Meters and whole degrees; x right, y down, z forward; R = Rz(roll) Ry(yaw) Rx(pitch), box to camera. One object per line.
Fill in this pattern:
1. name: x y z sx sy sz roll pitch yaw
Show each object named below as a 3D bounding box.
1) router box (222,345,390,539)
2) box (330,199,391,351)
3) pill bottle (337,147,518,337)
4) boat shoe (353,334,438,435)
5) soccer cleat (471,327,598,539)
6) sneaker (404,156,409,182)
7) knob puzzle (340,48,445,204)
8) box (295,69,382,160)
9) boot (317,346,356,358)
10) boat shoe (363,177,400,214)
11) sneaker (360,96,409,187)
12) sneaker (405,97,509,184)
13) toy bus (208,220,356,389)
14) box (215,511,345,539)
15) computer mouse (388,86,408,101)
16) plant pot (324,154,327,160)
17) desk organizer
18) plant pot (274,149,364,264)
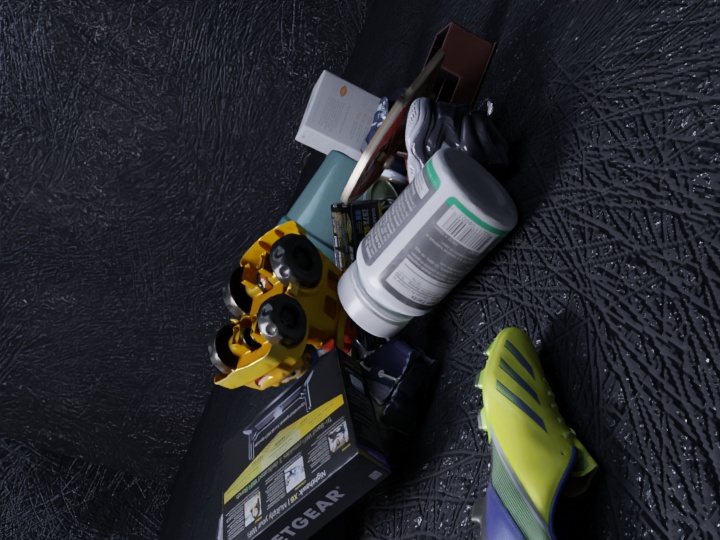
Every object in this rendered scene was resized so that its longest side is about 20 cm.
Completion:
1. router box: -0.069 0.204 0.643 0.200 0.052 0.158 -42 31 15
2. box: 0.000 0.000 0.861 0.160 0.049 0.204 -160 64 -74
3. pill bottle: 0.066 -0.024 0.644 0.200 0.112 0.114 -48 23 30
4. boat shoe: 0.031 0.122 0.724 0.094 0.074 0.200 -62 22 -2
5. soccer cleat: 0.126 0.124 0.414 0.083 0.065 0.202 -20 38 31
6. sneaker: 0.090 -0.116 0.784 0.078 0.089 0.202 -106 39 -65
7. knob puzzle: 0.042 -0.160 0.761 0.221 0.030 0.220 -54 -3 -4
8. box: -0.016 -0.294 1.200 0.126 0.198 0.097 -70 15 -10
9. boot: -0.089 0.132 0.987 0.078 0.137 0.200 -66 16 3
10. boat shoe: 0.045 -0.079 0.899 0.063 0.071 0.202 92 172 -50
11. sneaker: 0.057 -0.218 0.977 0.110 0.069 0.201 -64 25 21
12. sneaker: 0.118 -0.103 0.693 0.076 0.112 0.203 -57 -37 -57
13. toy bus: -0.077 0.072 0.752 0.135 0.191 0.202 -27 41 35
14. box: -0.112 0.361 0.775 0.200 0.122 0.201 -62 18 24
15. computer mouse: 0.094 -0.260 1.066 0.139 0.052 0.201 -57 30 30
16. plant pot: -0.015 -0.301 1.420 0.202 0.092 0.202 -59 16 29
17. desk organizer: 0.123 -0.259 0.889 0.072 0.076 0.203 -158 89 -75
18. plant pot: -0.038 -0.093 1.052 0.198 0.198 0.200 -60 15 3
